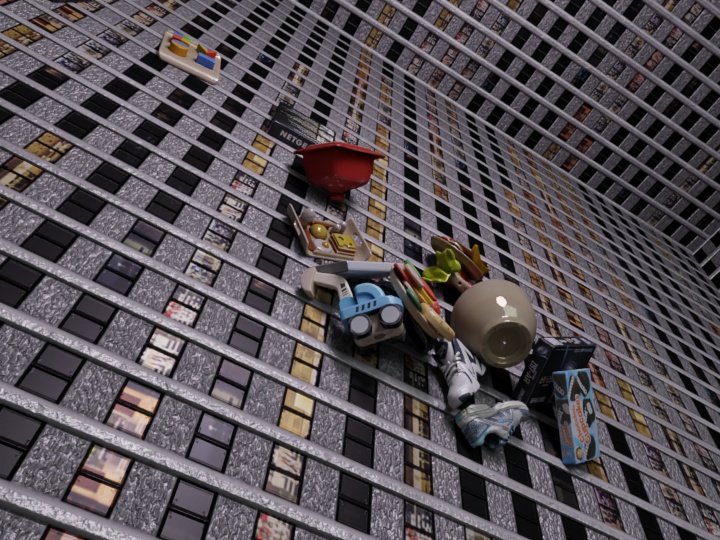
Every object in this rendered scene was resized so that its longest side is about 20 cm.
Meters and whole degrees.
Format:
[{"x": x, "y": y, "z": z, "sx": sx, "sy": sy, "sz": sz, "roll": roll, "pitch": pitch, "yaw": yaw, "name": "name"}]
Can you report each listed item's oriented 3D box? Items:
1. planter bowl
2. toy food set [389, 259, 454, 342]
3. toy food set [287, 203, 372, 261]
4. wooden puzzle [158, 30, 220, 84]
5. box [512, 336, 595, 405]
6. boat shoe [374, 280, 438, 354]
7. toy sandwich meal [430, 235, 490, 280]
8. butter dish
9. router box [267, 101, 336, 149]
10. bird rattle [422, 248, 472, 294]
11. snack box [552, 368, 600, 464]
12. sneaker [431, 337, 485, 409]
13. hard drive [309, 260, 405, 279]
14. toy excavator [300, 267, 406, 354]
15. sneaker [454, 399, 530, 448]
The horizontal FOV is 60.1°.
[{"x": 0.318, "y": 0.139, "z": 1.427, "sx": 0.199, "sy": 0.201, "sz": 0.135, "roll": 26, "pitch": 18, "yaw": -15, "name": "planter bowl"}, {"x": 0.128, "y": 0.061, "z": 1.336, "sx": 0.199, "sy": 0.048, "sz": 0.200, "roll": 52, "pitch": 11, "yaw": -7, "name": "toy food set"}, {"x": -0.075, "y": -0.094, "z": 1.519, "sx": 0.199, "sy": 0.061, "sz": 0.144, "roll": 9, "pitch": 39, "yaw": -38, "name": "toy food set"}, {"x": -0.508, "y": -0.657, "z": 1.883, "sx": 0.184, "sy": 0.046, "sz": 0.201, "roll": 21, "pitch": 33, "yaw": -24, "name": "wooden puzzle"}, {"x": 0.463, "y": 0.238, "z": 1.485, "sx": 0.199, "sy": 0.162, "sz": 0.043, "roll": 6, "pitch": 21, "yaw": -42, "name": "box"}, {"x": 0.089, "y": 0.106, "z": 1.403, "sx": 0.200, "sy": 0.072, "sz": 0.068, "roll": 51, "pitch": 31, "yaw": 11, "name": "boat shoe"}, {"x": 0.282, "y": -0.046, "z": 1.732, "sx": 0.205, "sy": 0.070, "sz": 0.205, "roll": 40, "pitch": -5, "yaw": 4, "name": "toy sandwich meal"}, {"x": -0.061, "y": -0.263, "z": 1.702, "sx": 0.198, "sy": 0.150, "sz": 0.199, "roll": 4, "pitch": 0, "yaw": -43, "name": "butter dish"}, {"x": -0.174, "y": -0.416, "z": 1.878, "sx": 0.199, "sy": 0.051, "sz": 0.150, "roll": 27, "pitch": 33, "yaw": -15, "name": "router box"}, {"x": 0.266, "y": 0.023, "z": 1.671, "sx": 0.199, "sy": 0.113, "sz": 0.163, "roll": 34, "pitch": 13, "yaw": -8, "name": "bird rattle"}, {"x": 0.494, "y": 0.330, "z": 1.422, "sx": 0.115, "sy": 0.037, "sz": 0.202, "roll": 3, "pitch": 79, "yaw": -42, "name": "snack box"}, {"x": 0.195, "y": 0.207, "z": 1.338, "sx": 0.130, "sy": 0.080, "sz": 0.199, "roll": 46, "pitch": 30, "yaw": 5, "name": "sneaker"}, {"x": 0.000, "y": 0.000, "z": 1.409, "sx": 0.199, "sy": 0.131, "sz": 0.027, "roll": 1, "pitch": 83, "yaw": -44, "name": "hard drive"}, {"x": -0.015, "y": 0.066, "z": 1.289, "sx": 0.100, "sy": 0.192, "sz": 0.202, "roll": 70, "pitch": 4, "yaw": -58, "name": "toy excavator"}, {"x": 0.283, "y": 0.327, "z": 1.297, "sx": 0.198, "sy": 0.078, "sz": 0.087, "roll": 2, "pitch": 55, "yaw": -34, "name": "sneaker"}]
